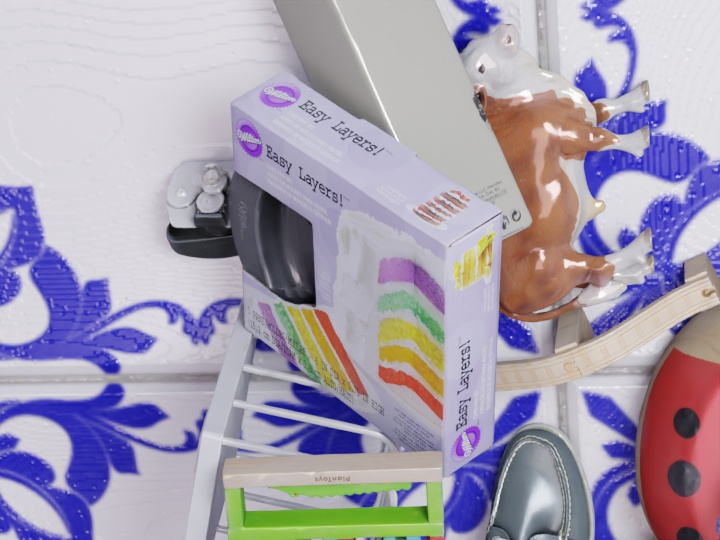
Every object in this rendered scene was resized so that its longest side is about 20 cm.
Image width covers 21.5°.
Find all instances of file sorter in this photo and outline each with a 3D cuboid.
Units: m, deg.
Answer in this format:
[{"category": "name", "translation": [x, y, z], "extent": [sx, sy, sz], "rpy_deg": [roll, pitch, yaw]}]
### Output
[{"category": "file sorter", "translation": [-0.039, 0.126, 1.235], "extent": [0.124, 0.200, 0.140], "rpy_deg": [12, 116, -1]}]

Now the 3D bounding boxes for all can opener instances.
[{"category": "can opener", "translation": [-0.032, -0.045, 1.244], "extent": [0.199, 0.053, 0.067], "rpy_deg": [-2, 148, 12]}]

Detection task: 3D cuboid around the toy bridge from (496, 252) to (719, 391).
[{"category": "toy bridge", "translation": [0.139, 0.047, 1.240], "extent": [0.199, 0.067, 0.027], "rpy_deg": [-22, 109, 17]}]

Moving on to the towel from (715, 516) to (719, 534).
[{"category": "towel", "translation": [0.315, 0.111, 1.194], "extent": [0.145, 0.024, 0.200], "rpy_deg": [36, 89, -37]}]

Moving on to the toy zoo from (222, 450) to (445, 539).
[{"category": "toy zoo", "translation": [-0.011, 0.201, 1.148], "extent": [0.130, 0.020, 0.201], "rpy_deg": [-3, 117, 4]}]

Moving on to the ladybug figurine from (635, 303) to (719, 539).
[{"category": "ladybug figurine", "translation": [0.247, 0.116, 1.229], "extent": [0.135, 0.072, 0.201], "rpy_deg": [8, 99, 8]}]

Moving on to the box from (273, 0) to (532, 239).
[{"category": "box", "translation": [0.023, -0.101, 1.150], "extent": [0.068, 0.082, 0.201], "rpy_deg": [-25, 95, -24]}]

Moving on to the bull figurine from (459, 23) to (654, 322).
[{"category": "bull figurine", "translation": [0.122, -0.063, 1.194], "extent": [0.121, 0.065, 0.201], "rpy_deg": [-2, 114, 10]}]

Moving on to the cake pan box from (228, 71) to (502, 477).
[{"category": "cake pan box", "translation": [0.000, 0.000, 1.139], "extent": [0.200, 0.052, 0.185], "rpy_deg": [36, 140, 34]}]

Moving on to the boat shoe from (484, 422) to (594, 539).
[{"category": "boat shoe", "translation": [0.115, 0.205, 1.286], "extent": [0.072, 0.062, 0.201], "rpy_deg": [5, 92, 19]}]
